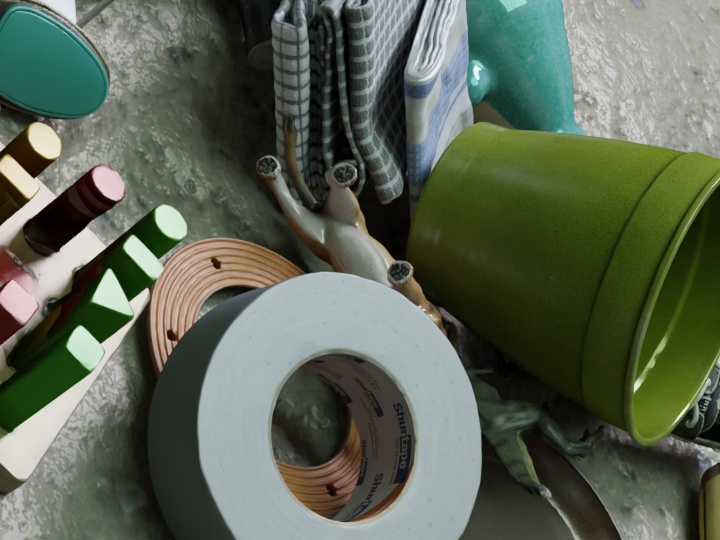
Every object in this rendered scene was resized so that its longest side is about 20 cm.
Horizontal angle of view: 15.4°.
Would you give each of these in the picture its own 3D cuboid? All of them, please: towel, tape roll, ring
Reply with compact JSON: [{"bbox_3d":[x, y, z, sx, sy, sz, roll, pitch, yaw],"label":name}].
[{"bbox_3d":[0.056,-0.099,1.852,0.024,0.200,0.147,6,41,11],"label":"towel"},{"bbox_3d":[-0.026,0.104,1.605,0.200,0.066,0.201,7,76,-30],"label":"tape roll"},{"bbox_3d":[0.003,-0.156,1.820,0.085,0.166,0.200,7,38,11],"label":"towel"},{"bbox_3d":[-0.060,0.070,1.698,0.200,0.019,0.201,28,43,-31],"label":"ring"}]

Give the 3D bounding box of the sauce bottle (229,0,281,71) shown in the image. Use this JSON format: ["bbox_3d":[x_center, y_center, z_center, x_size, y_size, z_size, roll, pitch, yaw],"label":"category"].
[{"bbox_3d":[-0.079,-0.233,1.888,0.065,0.065,0.200,16,52,-41],"label":"sauce bottle"}]

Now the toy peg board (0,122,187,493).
[{"bbox_3d":[-0.206,-0.016,1.535,0.199,0.098,0.200,46,36,-12],"label":"toy peg board"}]

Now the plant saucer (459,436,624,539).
[{"bbox_3d":[0.108,0.193,1.776,0.200,0.032,0.200,28,43,-30],"label":"plant saucer"}]

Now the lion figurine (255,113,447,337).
[{"bbox_3d":[0.000,0.000,1.745,0.123,0.072,0.200,62,5,-61],"label":"lion figurine"}]

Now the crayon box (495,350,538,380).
[{"bbox_3d":[0.166,0.017,1.969,0.200,0.051,0.127,4,58,-47],"label":"crayon box"}]

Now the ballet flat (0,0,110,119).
[{"bbox_3d":[-0.241,-0.151,1.642,0.200,0.071,0.071,20,47,-41],"label":"ballet flat"}]

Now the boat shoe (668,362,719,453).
[{"bbox_3d":[0.231,0.086,1.923,0.200,0.064,0.071,24,88,-44],"label":"boat shoe"}]

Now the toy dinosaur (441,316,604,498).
[{"bbox_3d":[0.104,0.102,1.753,0.088,0.048,0.200,10,25,-33],"label":"toy dinosaur"}]

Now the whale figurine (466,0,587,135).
[{"bbox_3d":[0.122,-0.157,2.016,0.200,0.104,0.159,58,35,5],"label":"whale figurine"}]

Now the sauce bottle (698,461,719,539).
[{"bbox_3d":[0.275,0.229,1.911,0.066,0.066,0.200,32,43,-28],"label":"sauce bottle"}]

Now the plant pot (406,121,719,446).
[{"bbox_3d":[0.142,-0.009,1.798,0.193,0.201,0.200,21,28,23],"label":"plant pot"}]

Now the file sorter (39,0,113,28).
[{"bbox_3d":[-0.213,-0.269,1.712,0.139,0.124,0.200,23,46,-37],"label":"file sorter"}]
